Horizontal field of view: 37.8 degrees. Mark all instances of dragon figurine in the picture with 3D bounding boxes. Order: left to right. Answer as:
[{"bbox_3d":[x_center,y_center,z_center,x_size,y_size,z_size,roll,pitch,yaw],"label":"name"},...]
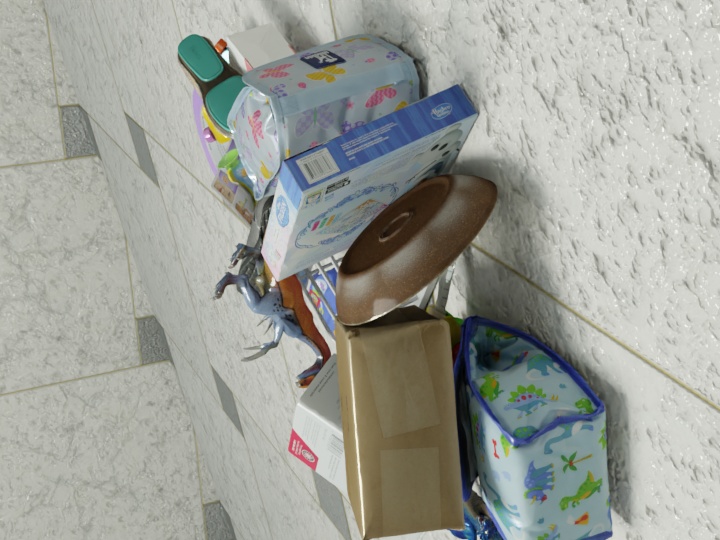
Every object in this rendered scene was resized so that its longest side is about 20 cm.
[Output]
[{"bbox_3d":[0.145,0.332,1.341,0.100,0.058,0.202,53,155,34],"label":"dragon figurine"}]

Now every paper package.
[{"bbox_3d":[0.034,0.144,1.052,0.191,0.101,0.204,-149,53,-84],"label":"paper package"}]

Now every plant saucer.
[{"bbox_3d":[0.043,-0.031,1.011,0.037,0.201,0.200,48,164,-15],"label":"plant saucer"}]

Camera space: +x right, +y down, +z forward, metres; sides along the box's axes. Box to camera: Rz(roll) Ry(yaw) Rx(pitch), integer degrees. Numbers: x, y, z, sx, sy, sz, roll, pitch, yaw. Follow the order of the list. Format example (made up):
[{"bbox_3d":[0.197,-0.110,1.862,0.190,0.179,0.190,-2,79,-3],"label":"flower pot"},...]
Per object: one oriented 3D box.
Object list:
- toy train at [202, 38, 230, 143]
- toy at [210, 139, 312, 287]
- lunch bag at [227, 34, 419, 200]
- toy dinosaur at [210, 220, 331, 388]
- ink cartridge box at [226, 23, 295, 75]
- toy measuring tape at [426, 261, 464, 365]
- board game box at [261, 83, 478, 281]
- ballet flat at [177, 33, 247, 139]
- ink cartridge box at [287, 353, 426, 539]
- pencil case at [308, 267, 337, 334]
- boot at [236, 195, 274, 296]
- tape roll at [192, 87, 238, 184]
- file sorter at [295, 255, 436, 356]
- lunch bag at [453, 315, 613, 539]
[{"bbox_3d":[-0.151,-0.235,1.482,0.147,0.056,0.203,7,123,14],"label":"toy train"},{"bbox_3d":[-0.112,-0.086,1.420,0.047,0.116,0.200,-27,121,31],"label":"toy"},{"bbox_3d":[-0.040,-0.171,1.121,0.129,0.167,0.200,69,163,2],"label":"lunch bag"},{"bbox_3d":[-0.087,0.054,1.229,0.180,0.106,0.200,35,133,-17],"label":"toy dinosaur"},{"bbox_3d":[-0.115,-0.195,1.348,0.117,0.067,0.202,53,155,36],"label":"ink cartridge box"},{"bbox_3d":[0.109,0.053,1.162,0.073,0.072,0.204,36,122,54],"label":"toy measuring tape"},{"bbox_3d":[0.003,-0.084,1.054,0.044,0.198,0.200,58,158,16],"label":"board game box"},{"bbox_3d":[-0.165,-0.215,1.294,0.201,0.067,0.068,60,177,36],"label":"ballet flat"},{"bbox_3d":[0.019,0.212,1.240,0.198,0.084,0.146,33,148,11],"label":"ink cartridge box"},{"bbox_3d":[0.004,0.077,1.406,0.201,0.077,0.088,54,136,34],"label":"pencil case"},{"bbox_3d":[-0.105,-0.066,1.299,0.201,0.068,0.134,120,155,-47],"label":"boot"},{"bbox_3d":[-0.191,-0.202,1.630,0.201,0.065,0.202,52,156,35],"label":"tape roll"},{"bbox_3d":[0.000,0.000,1.266,0.140,0.123,0.201,58,158,21],"label":"file sorter"},{"bbox_3d":[0.156,0.163,1.054,0.201,0.125,0.173,-123,20,-56],"label":"lunch bag"}]
